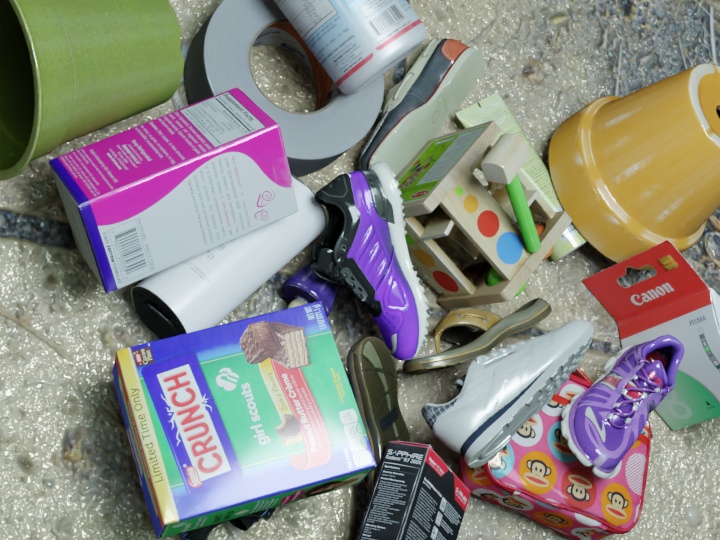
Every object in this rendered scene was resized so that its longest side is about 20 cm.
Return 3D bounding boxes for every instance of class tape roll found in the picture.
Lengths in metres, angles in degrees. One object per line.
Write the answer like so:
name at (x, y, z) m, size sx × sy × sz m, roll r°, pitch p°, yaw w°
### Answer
tape roll at (-0.079, -0.200, 1.456) m, size 0.200 × 0.066 × 0.200 m, roll 7°, pitch 73°, yaw -25°

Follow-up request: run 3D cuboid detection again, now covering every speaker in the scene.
speaker at (-0.128, -0.011, 1.369) m, size 0.081 × 0.081 × 0.200 m, roll 50°, pitch 61°, yaw -5°

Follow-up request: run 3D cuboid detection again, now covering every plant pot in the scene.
plant pot at (0.343, -0.129, 1.547) m, size 0.200 × 0.183 × 0.200 m, roll 20°, pitch 54°, yaw -29°
plant pot at (-0.273, -0.199, 1.307) m, size 0.190 × 0.200 × 0.200 m, roll -17°, pitch 83°, yaw -41°

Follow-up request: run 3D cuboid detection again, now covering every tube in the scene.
tube at (0.185, -0.106, 1.571) m, size 0.052 × 0.058 × 0.200 m, roll -33°, pitch 89°, yaw 9°

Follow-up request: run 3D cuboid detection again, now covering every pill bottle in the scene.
pill bottle at (-0.030, -0.284, 1.404) m, size 0.109 × 0.109 × 0.200 m, roll -38°, pitch 94°, yaw -29°

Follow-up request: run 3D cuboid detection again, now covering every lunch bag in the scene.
lunch bag at (0.211, 0.179, 1.485) m, size 0.200 × 0.082 × 0.176 m, roll 24°, pitch 62°, yaw -17°

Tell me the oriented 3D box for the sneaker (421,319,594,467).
sneaker at (0.153, 0.106, 1.405) m, size 0.200 × 0.076 × 0.080 m, roll -39°, pitch 63°, yaw -21°

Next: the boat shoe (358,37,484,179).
boat shoe at (0.056, -0.176, 1.518) m, size 0.063 × 0.071 × 0.200 m, roll 27°, pitch 67°, yaw 27°

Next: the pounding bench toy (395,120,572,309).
pounding bench toy at (0.135, -0.052, 1.426) m, size 0.156 × 0.200 × 0.124 m, roll 48°, pitch 66°, yaw -17°

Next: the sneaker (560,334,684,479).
sneaker at (0.274, 0.129, 1.441) m, size 0.081 × 0.083 × 0.200 m, roll 42°, pitch 49°, yaw -3°

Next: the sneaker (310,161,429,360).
sneaker at (0.000, 0.000, 1.389) m, size 0.099 × 0.070 × 0.200 m, roll -16°, pitch 98°, yaw -21°

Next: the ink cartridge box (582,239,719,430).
ink cartridge box at (0.341, 0.075, 1.527) m, size 0.200 × 0.161 × 0.050 m, roll 47°, pitch 58°, yaw -7°

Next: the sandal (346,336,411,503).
sandal at (0.007, 0.165, 1.390) m, size 0.082 × 0.055 × 0.200 m, roll -31°, pitch 112°, yaw -58°

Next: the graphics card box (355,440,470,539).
graphics card box at (0.040, 0.279, 1.350) m, size 0.125 × 0.051 × 0.200 m, roll 52°, pitch 50°, yaw -52°

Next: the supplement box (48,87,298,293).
supplement box at (-0.173, -0.078, 1.312) m, size 0.200 × 0.103 × 0.101 m, roll -23°, pitch 128°, yaw -17°

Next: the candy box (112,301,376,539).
candy box at (-0.109, 0.134, 1.275) m, size 0.200 × 0.077 × 0.169 m, roll -14°, pitch 70°, yaw -16°

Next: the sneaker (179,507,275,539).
sneaker at (-0.094, 0.196, 1.337) m, size 0.200 × 0.070 × 0.078 m, roll -25°, pitch 89°, yaw -22°

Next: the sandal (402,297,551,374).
sandal at (0.117, 0.061, 1.469) m, size 0.200 × 0.080 × 0.054 m, roll -24°, pitch 89°, yaw -33°

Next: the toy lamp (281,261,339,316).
toy lamp at (-0.083, 0.070, 1.381) m, size 0.058 × 0.058 × 0.200 m, roll 40°, pitch 63°, yaw -11°
